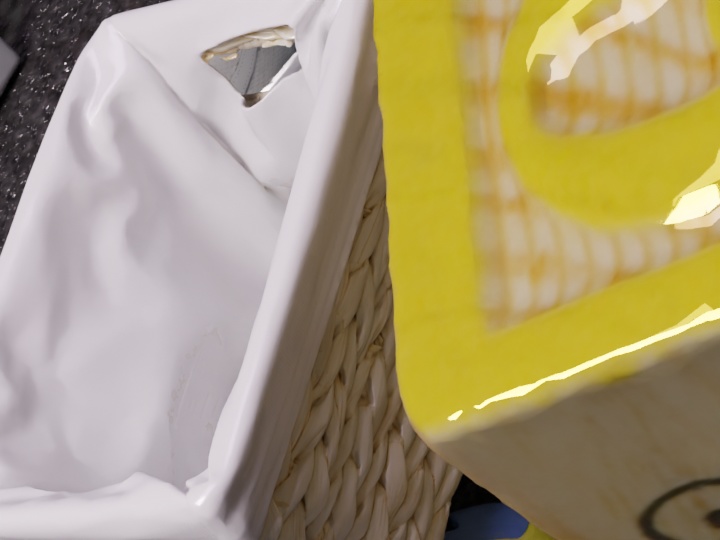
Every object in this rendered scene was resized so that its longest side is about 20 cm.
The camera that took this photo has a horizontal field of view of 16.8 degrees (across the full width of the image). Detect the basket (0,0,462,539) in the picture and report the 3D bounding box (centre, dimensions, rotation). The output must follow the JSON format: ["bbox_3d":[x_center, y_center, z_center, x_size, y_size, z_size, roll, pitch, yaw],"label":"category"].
[{"bbox_3d":[-0.036,0.020,0.809,0.135,0.123,0.201,-6,56,38],"label":"basket"}]

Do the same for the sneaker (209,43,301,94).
[{"bbox_3d":[-0.034,-0.125,0.953,0.200,0.092,0.076,-37,36,24],"label":"sneaker"}]

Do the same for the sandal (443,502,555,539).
[{"bbox_3d":[-0.017,0.123,0.874,0.199,0.080,0.087,-24,40,23],"label":"sandal"}]

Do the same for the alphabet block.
[{"bbox_3d":[0.136,-0.022,0.739,0.195,0.200,0.197,-25,51,26],"label":"alphabet block"}]

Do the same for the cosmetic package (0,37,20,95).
[{"bbox_3d":[-0.320,-0.100,1.246,0.164,0.200,0.166,2,57,43],"label":"cosmetic package"}]
